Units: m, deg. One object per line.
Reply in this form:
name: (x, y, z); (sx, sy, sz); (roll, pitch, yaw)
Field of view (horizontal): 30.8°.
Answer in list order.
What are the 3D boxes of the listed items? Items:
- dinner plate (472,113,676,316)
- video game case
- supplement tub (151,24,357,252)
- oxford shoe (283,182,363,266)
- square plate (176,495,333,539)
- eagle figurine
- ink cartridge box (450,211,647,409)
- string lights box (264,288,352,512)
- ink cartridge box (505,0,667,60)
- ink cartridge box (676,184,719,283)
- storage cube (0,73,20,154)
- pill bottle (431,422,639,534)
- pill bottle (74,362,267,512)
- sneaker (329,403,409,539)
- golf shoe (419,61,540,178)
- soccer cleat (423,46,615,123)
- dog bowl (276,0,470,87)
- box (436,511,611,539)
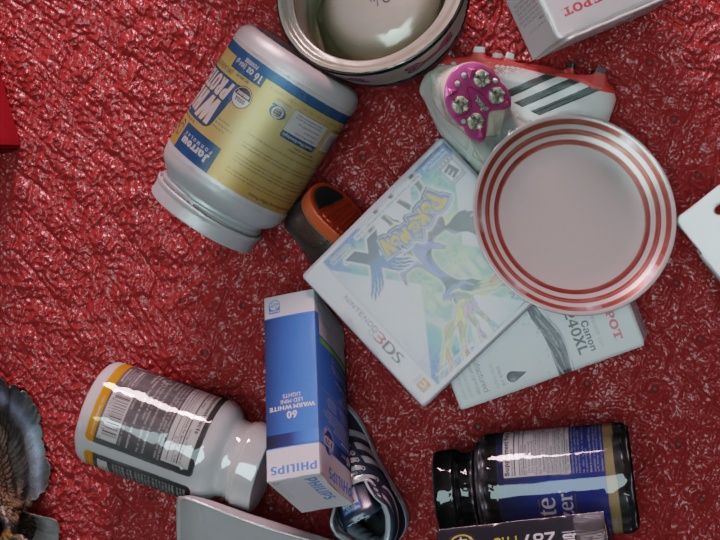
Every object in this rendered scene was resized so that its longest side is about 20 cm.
dinner plate: (0.205, -0.053, 1.261); (0.200, 0.024, 0.200); (2, 77, -7)
video game case: (0.072, 0.002, 1.298); (0.200, 0.022, 0.182); (-44, 82, 9)
supplement tub: (-0.111, -0.134, 1.343); (0.145, 0.145, 0.200); (35, 99, 7)
oxford shoe: (0.000, 0.000, 1.383); (0.200, 0.071, 0.073); (51, 132, -1)
square plate: (-0.101, 0.323, 1.393); (0.200, 0.028, 0.198); (16, 132, 9)
eagle figurine: (-0.423, 0.236, 1.458); (0.152, 0.151, 0.200); (-8, 56, -27)
ink cartridge box: (0.174, 0.038, 1.332); (0.200, 0.083, 0.145); (-21, 89, 12)
string lights box: (-0.053, 0.132, 1.328); (0.059, 0.103, 0.200); (-11, 60, 14)
ink cartridge box: (0.200, -0.327, 1.277); (0.145, 0.083, 0.200); (-24, 89, -13)
ink cartridge box: (0.415, -0.007, 1.291); (0.115, 0.068, 0.200); (-38, 87, 11)
storage cube: (-0.496, -0.190, 1.396); (0.171, 0.180, 0.200); (-15, 92, 12)
pill bottle: (0.178, 0.218, 1.332); (0.200, 0.112, 0.112); (-7, 93, 11)
pill bottle: (-0.194, 0.181, 1.399); (0.200, 0.116, 0.117); (18, 98, 8)
sneaker: (-0.020, 0.208, 1.370); (0.070, 0.108, 0.200); (-35, 87, 11)
golf shoe: (0.130, -0.130, 1.311); (0.075, 0.092, 0.200); (-43, 120, -14)
soccer cleat: (0.158, -0.175, 1.330); (0.200, 0.069, 0.085); (9, 92, 5)
dog bowl: (0.020, -0.275, 1.317); (0.200, 0.074, 0.200); (-6, 72, 18)
box: (0.172, 0.291, 1.298); (0.161, 0.200, 0.049); (-9, 64, 10)
